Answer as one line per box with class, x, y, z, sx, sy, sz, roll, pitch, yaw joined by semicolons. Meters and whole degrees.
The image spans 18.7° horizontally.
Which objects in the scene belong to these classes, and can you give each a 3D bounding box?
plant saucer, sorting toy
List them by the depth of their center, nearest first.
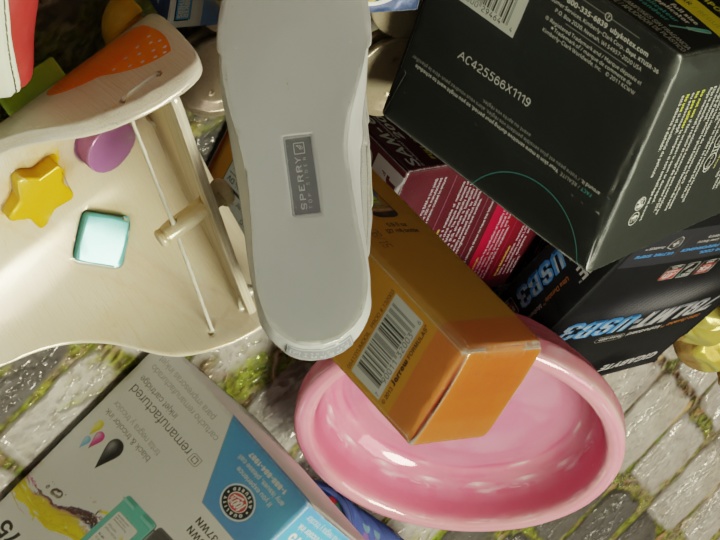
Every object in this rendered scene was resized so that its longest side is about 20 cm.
sorting toy;-0.151;-0.024;1.038;0.179;0.107;0.201;-30;146;-10
plant saucer;0.061;0.084;1.315;0.199;0.051;0.201;4;142;4

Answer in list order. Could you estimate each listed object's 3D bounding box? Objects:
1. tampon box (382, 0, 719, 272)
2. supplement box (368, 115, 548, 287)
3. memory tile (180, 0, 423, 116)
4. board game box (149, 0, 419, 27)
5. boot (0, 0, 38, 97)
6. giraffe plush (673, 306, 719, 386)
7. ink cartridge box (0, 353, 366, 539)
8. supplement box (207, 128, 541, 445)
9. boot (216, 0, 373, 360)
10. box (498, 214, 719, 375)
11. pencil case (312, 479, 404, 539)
tampon box;0.140;-0.113;1.133;0.199;0.150;0.127;-21;141;-48
supplement box;0.061;-0.044;1.289;0.199;0.061;0.109;-11;136;-44
memory tile;-0.012;-0.161;1.077;0.152;0.017;0.201;-4;131;-28
board game box;-0.019;-0.207;0.991;0.134;0.035;0.201;-8;132;-25
boot;-0.113;-0.167;0.915;0.143;0.073;0.201;-16;137;-22
giraffe plush;0.336;0.004;1.598;0.173;0.199;0.163;47;59;-55
ink cartridge box;-0.115;0.178;1.255;0.200;0.147;0.146;-45;149;-2
supplement box;0.000;0.000;1.135;0.066;0.200;0.069;-2;133;-48
boot;-0.031;-0.057;1.014;0.073;0.202;0.096;0;174;-5
box;0.176;0.003;1.373;0.199;0.050;0.199;-9;149;-45
pencil case;-0.009;0.208;1.477;0.087;0.078;0.200;-64;150;-13
